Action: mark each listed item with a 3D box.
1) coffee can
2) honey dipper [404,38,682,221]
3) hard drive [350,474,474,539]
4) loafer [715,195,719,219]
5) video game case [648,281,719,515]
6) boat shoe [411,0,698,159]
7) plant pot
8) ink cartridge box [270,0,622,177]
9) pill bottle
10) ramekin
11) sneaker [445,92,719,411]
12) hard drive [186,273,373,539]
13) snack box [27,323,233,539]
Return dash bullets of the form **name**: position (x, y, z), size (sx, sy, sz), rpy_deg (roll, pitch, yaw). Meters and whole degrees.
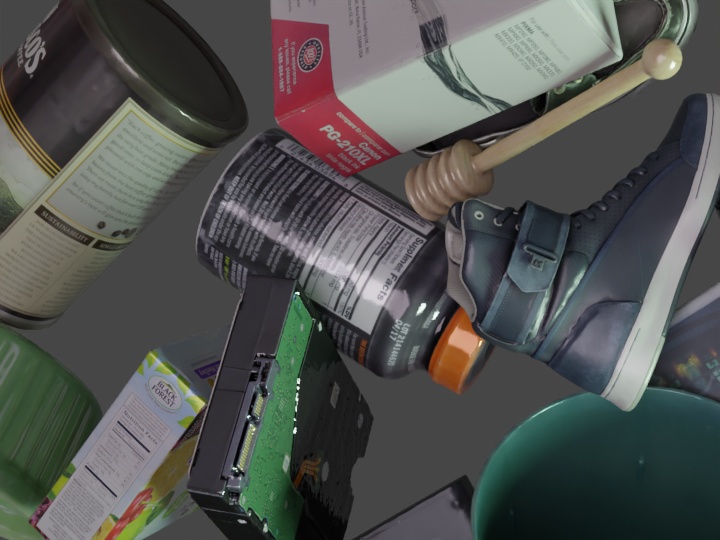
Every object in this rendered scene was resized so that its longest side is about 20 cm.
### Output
- **coffee can**: position (-0.193, -0.079, 1.050), size (0.200, 0.146, 0.147), rpy_deg (-43, 82, 19)
- **honey dipper**: position (0.107, -0.083, 0.927), size (0.199, 0.038, 0.038), rpy_deg (-28, 86, 40)
- **hard drive**: position (0.060, 0.258, 1.038), size (0.139, 0.033, 0.202), rpy_deg (-31, 85, 15)
- **loafer**: position (0.278, -0.104, 0.924), size (0.071, 0.063, 0.201), rpy_deg (35, 106, 12)
- **video game case**: position (0.250, 0.090, 0.913), size (0.183, 0.023, 0.200), rpy_deg (56, 151, 6)
- **boat shoe**: position (0.119, -0.121, 0.978), size (0.199, 0.064, 0.071), rpy_deg (-30, 86, 20)
- **plant pot**: position (0.164, 0.198, 0.927), size (0.198, 0.202, 0.162), rpy_deg (13, 137, 17)
- **ink cartridge box**: position (0.047, -0.166, 0.946), size (0.198, 0.084, 0.146), rpy_deg (-21, 56, 27)
- **pill bottle**: position (0.000, 0.000, 1.012), size (0.199, 0.106, 0.107), rpy_deg (31, 105, 13)
- **ramekin**: position (-0.273, 0.099, 1.073), size (0.198, 0.201, 0.098), rpy_deg (21, 67, 16)
- **sneaker**: position (0.132, -0.038, 0.937), size (0.145, 0.077, 0.204), rpy_deg (23, 73, 5)
- **hard drive**: position (-0.045, 0.111, 0.970), size (0.037, 0.201, 0.141), rpy_deg (6, 64, 18)
- **snack box**: position (-0.111, 0.104, 1.013), size (0.053, 0.200, 0.143), rpy_deg (42, 107, 11)
